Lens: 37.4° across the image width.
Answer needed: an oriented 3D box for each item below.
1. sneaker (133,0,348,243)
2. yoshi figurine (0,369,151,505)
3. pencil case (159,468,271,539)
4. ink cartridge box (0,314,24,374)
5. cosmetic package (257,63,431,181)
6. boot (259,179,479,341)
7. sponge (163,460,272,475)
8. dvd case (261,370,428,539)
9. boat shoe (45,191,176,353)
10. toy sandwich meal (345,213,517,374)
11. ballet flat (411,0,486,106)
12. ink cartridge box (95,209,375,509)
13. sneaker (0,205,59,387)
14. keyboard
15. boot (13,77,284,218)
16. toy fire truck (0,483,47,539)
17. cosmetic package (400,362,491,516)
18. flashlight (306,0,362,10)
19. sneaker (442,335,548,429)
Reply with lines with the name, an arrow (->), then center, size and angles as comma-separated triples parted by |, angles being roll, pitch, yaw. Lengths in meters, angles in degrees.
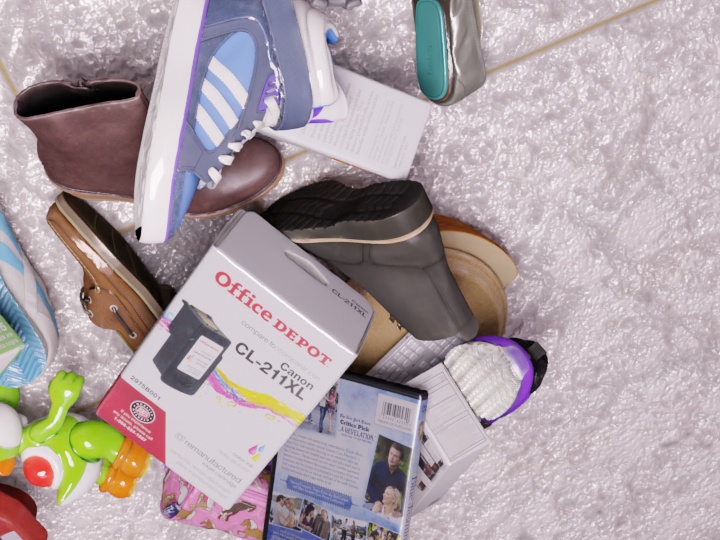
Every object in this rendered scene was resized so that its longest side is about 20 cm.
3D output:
sneaker -> -0.078, -0.107, 0.773 | 0.145, 0.080, 0.203 | 12, 84, -19
yoshi figurine -> -0.292, 0.137, 0.970 | 0.198, 0.112, 0.114 | 17, 90, -21
pencil case -> -0.092, 0.226, 1.021 | 0.198, 0.087, 0.083 | 25, 110, -23
ink cartridge box -> -0.388, 0.037, 0.846 | 0.145, 0.084, 0.201 | -43, 84, 24
cosmetic package -> -0.053, -0.141, 0.878 | 0.198, 0.101, 0.072 | 19, 95, -18
boot -> 0.000, 0.000, 0.912 | 0.077, 0.199, 0.139 | -43, 120, -28
sponge -> -0.100, 0.176, 1.061 | 0.197, 0.030, 0.113 | -6, 115, -9
dvd case -> -0.018, 0.188, 0.932 | 0.141, 0.017, 0.203 | 12, 98, 30
boat shoe -> -0.216, 0.022, 0.943 | 0.068, 0.072, 0.201 | -36, 116, 5
toy sandwich meal -> 0.050, 0.039, 1.012 | 0.202, 0.071, 0.207 | -7, 126, -10
ballet flat -> 0.072, -0.241, 0.896 | 0.063, 0.067, 0.203 | -25, 121, -30
ink cartridge box -> -0.104, 0.075, 0.885 | 0.145, 0.083, 0.201 | 37, 116, -5
sneaker -> -0.320, -0.001, 0.913 | 0.076, 0.081, 0.203 | -19, 97, 0
keyboard -> 0.018, 0.115, 0.988 | 0.200, 0.011, 0.056 | -45, 127, 8
boot -> -0.161, -0.100, 0.850 | 0.197, 0.167, 0.073 | -5, 73, -3
toy fire truck -> -0.390, 0.227, 0.941 | 0.197, 0.113, 0.169 | -11, 133, 17
cosmetic package -> 0.056, 0.166, 0.994 | 0.050, 0.083, 0.201 | -24, 160, -20
flashlight -> -0.039, -0.235, 0.789 | 0.068, 0.200, 0.068 | 36, 104, -22
sneaker -> 0.128, 0.088, 0.949 | 0.099, 0.200, 0.070 | -29, 77, -17
